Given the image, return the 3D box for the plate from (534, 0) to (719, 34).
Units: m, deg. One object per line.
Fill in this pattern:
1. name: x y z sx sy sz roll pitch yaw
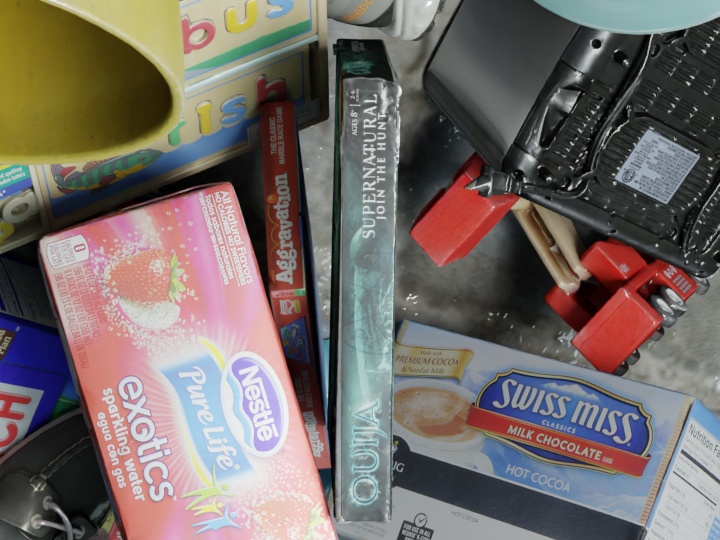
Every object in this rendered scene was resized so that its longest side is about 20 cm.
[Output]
1. plate: 0.131 -0.213 0.878 0.201 0.200 0.026 -59 160 17

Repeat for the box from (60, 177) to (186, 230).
1. box: -0.155 -0.100 0.888 0.199 0.040 0.137 25 108 -39

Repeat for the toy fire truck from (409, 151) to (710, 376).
1. toy fire truck: 0.118 -0.010 1.060 0.049 0.141 0.200 -48 172 23

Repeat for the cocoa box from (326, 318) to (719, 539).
1. cocoa box: 0.105 0.127 1.050 0.133 0.199 0.132 37 72 -50

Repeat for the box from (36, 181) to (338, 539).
1. box: -0.080 0.067 0.877 0.095 0.100 0.202 -17 92 -10

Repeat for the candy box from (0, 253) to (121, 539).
1. candy box: -0.167 0.093 0.988 0.199 0.077 0.170 19 110 -35

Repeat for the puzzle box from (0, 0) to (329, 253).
1. puzzle box: -0.107 -0.082 0.855 0.199 0.026 0.133 -24 150 -14

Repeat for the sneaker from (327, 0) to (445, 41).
1. sneaker: 0.013 -0.207 0.890 0.079 0.074 0.202 5 115 -12

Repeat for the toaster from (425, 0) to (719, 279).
1. toaster: 0.149 -0.112 0.996 0.199 0.119 0.182 20 109 -37

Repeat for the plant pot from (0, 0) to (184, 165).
1. plant pot: -0.157 -0.138 0.694 0.199 0.199 0.143 17 70 -36

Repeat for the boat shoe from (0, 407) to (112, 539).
1. boat shoe: -0.183 0.149 0.928 0.200 0.057 0.067 -39 129 -1

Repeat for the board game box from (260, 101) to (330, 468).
1. board game box: -0.032 0.014 0.948 0.019 0.104 0.200 -6 150 0

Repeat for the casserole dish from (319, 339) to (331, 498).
1. casserole dish: -0.050 0.128 1.103 0.121 0.039 0.200 31 102 -40

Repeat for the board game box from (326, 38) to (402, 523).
1. board game box: 0.000 0.000 0.874 0.028 0.135 0.202 0 103 -2
